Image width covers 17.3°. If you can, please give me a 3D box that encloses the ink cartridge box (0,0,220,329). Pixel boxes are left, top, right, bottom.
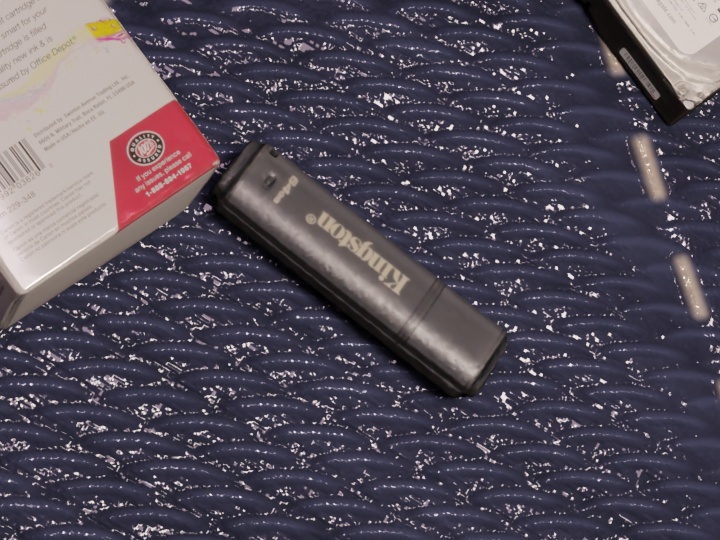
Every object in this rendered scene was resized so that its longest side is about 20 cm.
[{"bbox_3d":[-0.199,-0.091,1.349,0.147,0.086,0.200,-34,84,-23],"label":"ink cartridge box"}]

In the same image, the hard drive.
[{"bbox_3d":[0.236,-0.203,1.543,0.200,0.038,0.140,-34,86,-24],"label":"hard drive"}]

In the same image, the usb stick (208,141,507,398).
[{"bbox_3d":[0.000,0.000,1.410,0.200,0.033,0.056,38,67,-2],"label":"usb stick"}]
